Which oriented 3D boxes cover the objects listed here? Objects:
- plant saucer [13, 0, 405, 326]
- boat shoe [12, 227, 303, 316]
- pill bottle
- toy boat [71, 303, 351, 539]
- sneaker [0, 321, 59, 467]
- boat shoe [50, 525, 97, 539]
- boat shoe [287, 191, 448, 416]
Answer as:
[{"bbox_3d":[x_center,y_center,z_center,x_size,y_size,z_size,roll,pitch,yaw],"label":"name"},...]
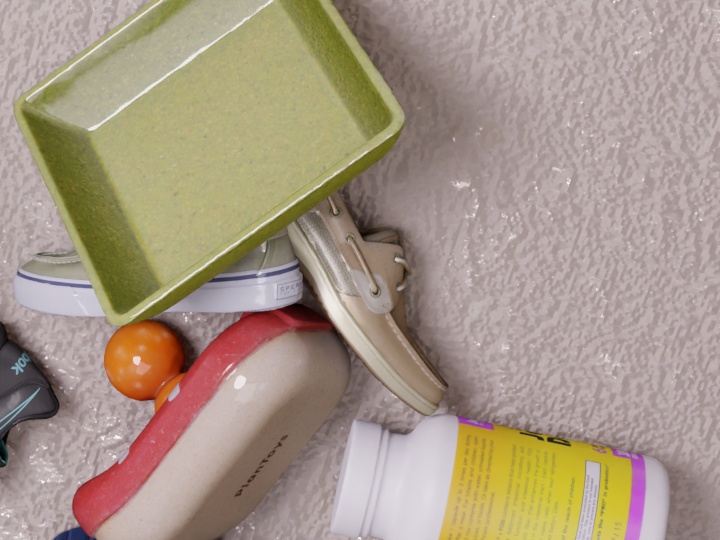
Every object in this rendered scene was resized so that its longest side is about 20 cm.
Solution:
[{"bbox_3d":[-0.084,-0.080,1.139,0.200,0.200,0.048,-35,141,6],"label":"plant saucer"},{"bbox_3d":[-0.124,-0.008,1.194,0.200,0.072,0.062,-2,97,26],"label":"boat shoe"},{"bbox_3d":[0.086,0.149,1.234,0.200,0.104,0.104,12,108,-2],"label":"pill bottle"},{"bbox_3d":[-0.111,0.084,1.228,0.131,0.131,0.200,44,106,20],"label":"toy boat"},{"bbox_3d":[-0.277,0.122,1.256,0.079,0.075,0.200,42,105,-13],"label":"sneaker"},{"bbox_3d":[-0.109,0.218,1.281,0.200,0.072,0.072,12,109,-2],"label":"boat shoe"},{"bbox_3d":[0.000,0.000,1.209,0.065,0.072,0.200,-36,98,1],"label":"boat shoe"}]
